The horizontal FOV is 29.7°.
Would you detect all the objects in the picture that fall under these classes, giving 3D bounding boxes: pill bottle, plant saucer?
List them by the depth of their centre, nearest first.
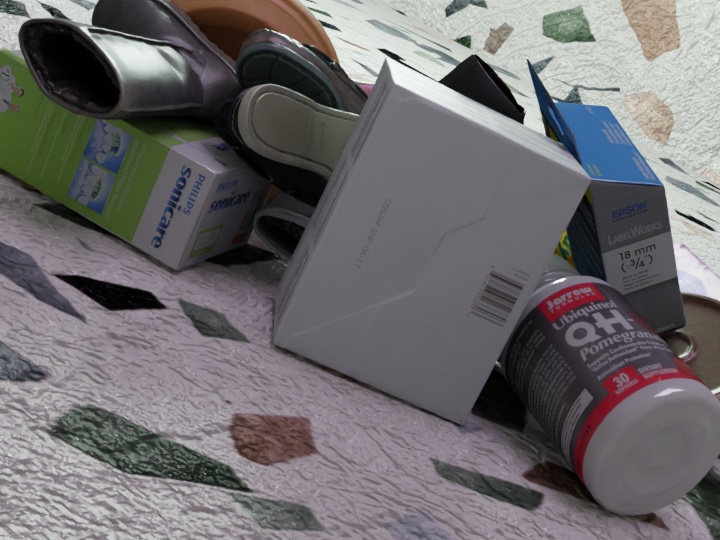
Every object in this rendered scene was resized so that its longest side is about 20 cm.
[{"bbox_3d":[0.170,0.074,0.999,0.110,0.112,0.200,14,25,-33],"label":"pill bottle"},{"bbox_3d":[0.249,0.073,1.095,0.197,0.037,0.201,-5,36,4],"label":"plant saucer"},{"bbox_3d":[-0.113,-0.150,1.153,0.198,0.202,0.038,25,26,-2],"label":"plant saucer"}]

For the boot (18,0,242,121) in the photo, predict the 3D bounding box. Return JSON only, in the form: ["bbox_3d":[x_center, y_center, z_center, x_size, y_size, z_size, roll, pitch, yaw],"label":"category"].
[{"bbox_3d":[-0.188,-0.164,1.023,0.181,0.073,0.199,31,22,23],"label":"boot"}]

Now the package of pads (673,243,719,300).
[{"bbox_3d":[0.292,0.059,1.244,0.076,0.119,0.200,64,0,-24],"label":"package of pads"}]

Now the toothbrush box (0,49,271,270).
[{"bbox_3d":[-0.182,-0.093,1.067,0.198,0.087,0.146,28,15,10],"label":"toothbrush box"}]

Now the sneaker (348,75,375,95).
[{"bbox_3d":[0.019,-0.117,1.273,0.078,0.097,0.199,14,-1,26],"label":"sneaker"}]

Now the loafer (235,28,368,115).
[{"bbox_3d":[-0.031,-0.135,1.104,0.200,0.071,0.064,40,38,-41],"label":"loafer"}]

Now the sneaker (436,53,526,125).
[{"bbox_3d":[0.106,-0.065,1.059,0.200,0.106,0.075,50,15,-23],"label":"sneaker"}]

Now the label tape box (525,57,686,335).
[{"bbox_3d":[0.197,-0.063,1.087,0.062,0.202,0.145,-17,33,1],"label":"label tape box"}]

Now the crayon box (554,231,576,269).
[{"bbox_3d":[0.133,-0.041,1.195,0.200,0.051,0.126,47,47,-21],"label":"crayon box"}]

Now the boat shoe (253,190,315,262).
[{"bbox_3d":[0.000,0.000,1.089,0.199,0.072,0.068,40,39,12],"label":"boat shoe"}]

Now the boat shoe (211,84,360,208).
[{"bbox_3d":[-0.037,-0.087,1.061,0.066,0.076,0.198,2,-11,43],"label":"boat shoe"}]

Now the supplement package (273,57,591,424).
[{"bbox_3d":[0.046,-0.023,0.980,0.154,0.202,0.111,24,16,-10],"label":"supplement package"}]

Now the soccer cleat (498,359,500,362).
[{"bbox_3d":[0.066,0.018,1.157,0.199,0.067,0.076,30,-4,22],"label":"soccer cleat"}]
